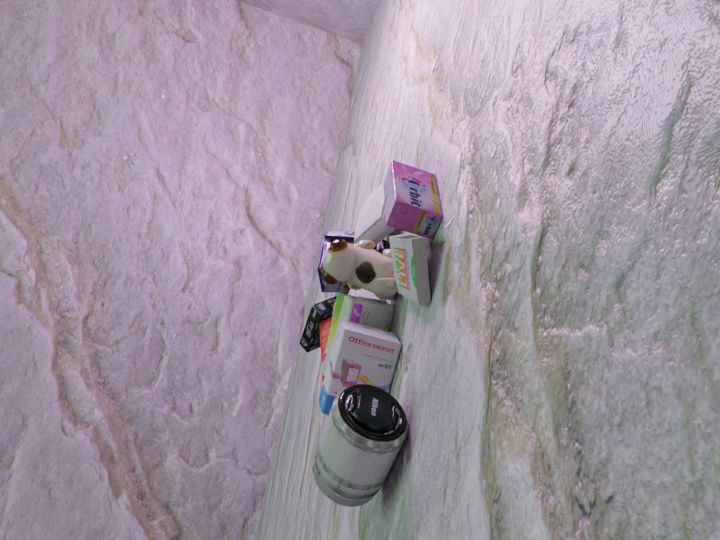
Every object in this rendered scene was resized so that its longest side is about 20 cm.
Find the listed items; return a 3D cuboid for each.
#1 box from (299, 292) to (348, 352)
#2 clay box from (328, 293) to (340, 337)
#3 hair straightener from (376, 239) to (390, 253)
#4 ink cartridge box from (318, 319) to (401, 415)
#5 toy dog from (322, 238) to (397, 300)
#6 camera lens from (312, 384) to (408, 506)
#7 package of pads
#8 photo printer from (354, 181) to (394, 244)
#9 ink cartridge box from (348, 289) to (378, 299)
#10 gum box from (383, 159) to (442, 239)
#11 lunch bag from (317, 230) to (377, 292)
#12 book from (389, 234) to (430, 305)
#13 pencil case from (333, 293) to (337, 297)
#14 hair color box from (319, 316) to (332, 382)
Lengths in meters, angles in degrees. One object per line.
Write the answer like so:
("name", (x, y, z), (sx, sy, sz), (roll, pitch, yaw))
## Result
("box", (-0.086, 0.154, 1.932), (0.043, 0.197, 0.163), (41, 129, 28))
("clay box", (-0.037, 0.172, 1.628), (0.114, 0.046, 0.206), (26, 108, 55))
("hair straightener", (0.071, -0.043, 1.734), (0.200, 0.040, 0.079), (120, 162, -70))
("ink cartridge box", (-0.002, 0.234, 1.435), (0.085, 0.140, 0.206), (-138, 63, -78))
("toy dog", (0.000, 0.000, 1.539), (0.195, 0.194, 0.143), (-78, 5, -66))
("camera lens", (-0.002, 0.345, 1.246), (0.162, 0.155, 0.204), (-93, 20, -59))
("package of pads", (-0.005, 0.167, 1.531), (0.067, 0.152, 0.206), (22, 100, 48))
("photo printer", (0.052, -0.158, 1.761), (0.199, 0.068, 0.170), (-39, 30, 55))
("ink cartridge box", (0.003, 0.112, 1.740), (0.148, 0.082, 0.203), (-89, 17, -51))
("gum box", (0.115, -0.167, 1.416), (0.202, 0.110, 0.067), (-90, 19, -53))
("lunch bag", (-0.035, -0.044, 1.870), (0.126, 0.164, 0.203), (85, -169, -45))
("book", (0.111, -0.006, 1.360), (0.200, 0.047, 0.138), (-154, 58, -80))
("pencil case", (-0.034, 0.045, 2.049), (0.087, 0.076, 0.206), (38, 115, 57))
("hair color box", (-0.065, 0.244, 1.791), (0.060, 0.102, 0.204), (-25, 45, 20))
